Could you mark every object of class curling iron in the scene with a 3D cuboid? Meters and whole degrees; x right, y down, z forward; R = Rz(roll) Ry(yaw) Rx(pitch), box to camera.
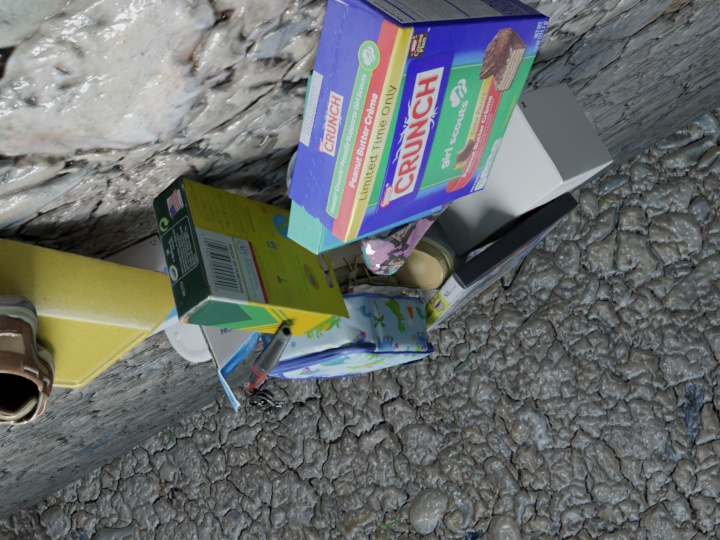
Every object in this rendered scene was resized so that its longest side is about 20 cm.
[{"bbox_3d":[-0.095,0.106,0.797,0.026,0.049,0.201,-56,174,-35],"label":"curling iron"}]

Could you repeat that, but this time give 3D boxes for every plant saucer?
[{"bbox_3d":[-0.291,0.057,0.685,0.199,0.049,0.199,-34,148,32],"label":"plant saucer"}]

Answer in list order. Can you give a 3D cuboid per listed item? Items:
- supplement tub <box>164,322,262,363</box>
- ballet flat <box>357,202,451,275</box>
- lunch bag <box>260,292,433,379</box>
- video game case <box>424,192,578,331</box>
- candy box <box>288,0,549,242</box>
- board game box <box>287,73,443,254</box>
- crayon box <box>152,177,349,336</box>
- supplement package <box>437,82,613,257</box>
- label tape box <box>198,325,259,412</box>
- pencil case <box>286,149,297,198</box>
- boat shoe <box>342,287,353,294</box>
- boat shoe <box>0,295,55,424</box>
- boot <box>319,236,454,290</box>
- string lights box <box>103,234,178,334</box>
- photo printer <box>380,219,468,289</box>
[{"bbox_3d":[-0.173,0.051,1.048,0.122,0.124,0.199,-33,171,30],"label":"supplement tub"},{"bbox_3d":[0.062,-0.085,0.852,0.201,0.069,0.072,-53,141,-23],"label":"ballet flat"},{"bbox_3d":[-0.017,0.083,0.895,0.159,0.084,0.199,-16,167,31],"label":"lunch bag"},{"bbox_3d":[0.169,-0.005,0.950,0.199,0.026,0.181,-33,168,-23],"label":"video game case"},{"bbox_3d":[0.048,-0.134,0.596,0.199,0.077,0.171,-22,139,-43],"label":"candy box"},{"bbox_3d":[0.023,-0.113,0.704,0.199,0.045,0.154,-21,131,-47],"label":"board game box"},{"bbox_3d":[-0.103,-0.005,0.734,0.051,0.128,0.199,-33,153,29],"label":"crayon box"},{"bbox_3d":[0.192,-0.125,0.943,0.120,0.121,0.200,-22,169,-38],"label":"supplement package"},{"bbox_3d":[-0.151,0.050,0.826,0.065,0.202,0.143,-23,172,-13],"label":"label tape box"},{"bbox_3d":[-0.024,-0.091,0.838,0.089,0.084,0.200,-9,174,6],"label":"pencil case"},{"bbox_3d":[-0.069,0.043,0.976,0.199,0.071,0.063,-18,132,-60],"label":"boat shoe"},{"bbox_3d":[-0.297,0.094,0.616,0.075,0.073,0.201,-8,153,-17],"label":"boat shoe"},{"bbox_3d":[0.000,0.000,0.907,0.198,0.074,0.155,15,-155,29],"label":"boot"},{"bbox_3d":[-0.258,0.032,0.856,0.102,0.059,0.200,-27,171,-15],"label":"string lights box"},{"bbox_3d":[0.078,-0.044,1.065,0.164,0.070,0.200,8,-148,17],"label":"photo printer"}]
